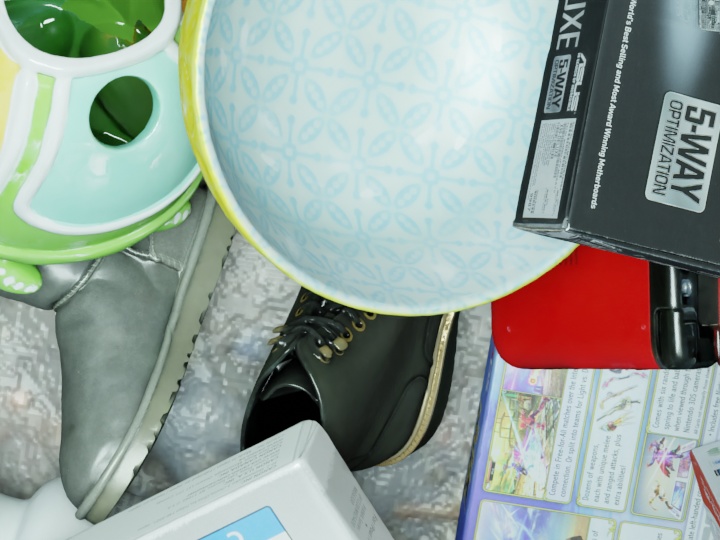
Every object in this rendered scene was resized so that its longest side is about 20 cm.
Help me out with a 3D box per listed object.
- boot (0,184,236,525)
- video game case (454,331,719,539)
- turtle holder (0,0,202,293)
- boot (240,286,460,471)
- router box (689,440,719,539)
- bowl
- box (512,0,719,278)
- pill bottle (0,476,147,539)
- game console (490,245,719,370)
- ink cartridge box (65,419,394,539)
[{"bbox_3d":[-0.169,0.000,1.119,0.200,0.073,0.182,22,63,-11],"label":"boot"},{"bbox_3d":[0.139,0.104,1.171,0.181,0.045,0.200,9,102,-3],"label":"video game case"},{"bbox_3d":[-0.144,-0.081,1.055,0.185,0.132,0.141,5,63,-14],"label":"turtle holder"},{"bbox_3d":[0.000,0.000,1.096,0.077,0.138,0.200,6,102,22],"label":"boot"},{"bbox_3d":[0.199,0.177,1.062,0.049,0.200,0.180,-17,102,3],"label":"router box"},{"bbox_3d":[0.009,-0.088,1.032,0.200,0.108,0.200,-5,102,-23],"label":"bowl"},{"bbox_3d":[0.155,-0.095,0.998,0.158,0.050,0.200,14,86,-23],"label":"box"},{"bbox_3d":[-0.118,0.156,1.151,0.200,0.114,0.114,19,102,-3],"label":"pill bottle"},{"bbox_3d":[0.150,-0.058,1.090,0.119,0.172,0.200,0,88,-39],"label":"game console"},{"bbox_3d":[-0.061,0.179,1.069,0.200,0.045,0.176,-27,108,17],"label":"ink cartridge box"}]
